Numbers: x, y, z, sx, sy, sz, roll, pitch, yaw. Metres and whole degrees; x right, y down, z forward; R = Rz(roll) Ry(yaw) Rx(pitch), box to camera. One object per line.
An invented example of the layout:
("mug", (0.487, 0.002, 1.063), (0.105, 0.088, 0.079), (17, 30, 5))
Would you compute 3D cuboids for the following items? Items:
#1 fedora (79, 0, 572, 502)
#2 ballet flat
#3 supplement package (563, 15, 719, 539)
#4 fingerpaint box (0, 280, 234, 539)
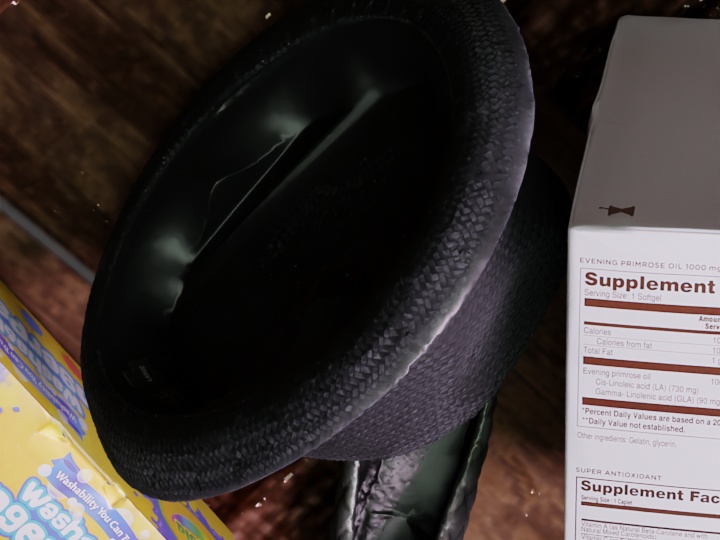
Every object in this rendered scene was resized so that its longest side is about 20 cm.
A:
("fedora", (0.000, 0.000, 0.736), (0.092, 0.201, 0.201), (31, 106, -37))
("ballet flat", (0.025, 0.054, 0.826), (0.066, 0.057, 0.201), (2, 110, -9))
("supplement package", (0.149, 0.040, 0.754), (0.147, 0.191, 0.201), (3, 117, 10))
("fingerpaint box", (-0.163, 0.096, 0.798), (0.167, 0.073, 0.200), (-36, 118, 7))
